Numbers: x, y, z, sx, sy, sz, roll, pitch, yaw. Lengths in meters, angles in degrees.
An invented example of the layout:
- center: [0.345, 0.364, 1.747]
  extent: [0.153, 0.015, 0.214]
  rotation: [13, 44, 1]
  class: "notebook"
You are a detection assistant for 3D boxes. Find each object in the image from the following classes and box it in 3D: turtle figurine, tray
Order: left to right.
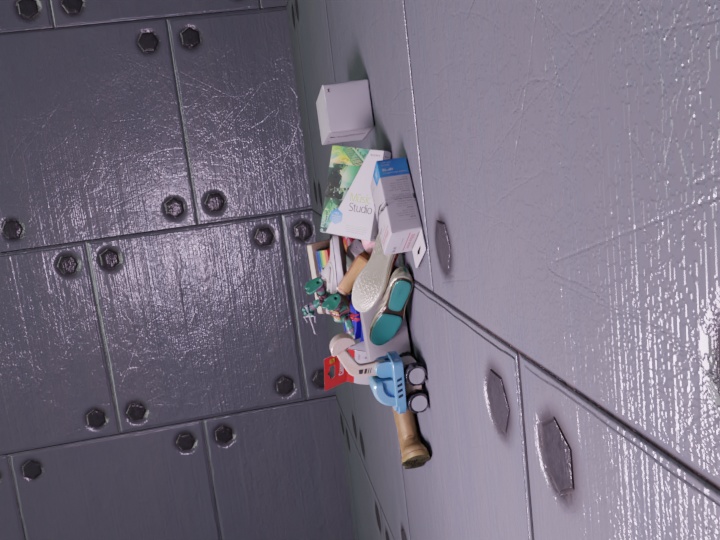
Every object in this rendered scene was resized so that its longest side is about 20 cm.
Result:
- center: [-0.068, 0.097, 1.711]
  extent: [0.102, 0.148, 0.201]
  rotation: [-60, -23, -21]
  class: "turtle figurine"
- center: [0.000, 0.000, 1.773]
  extent: [0.099, 0.037, 0.200]
  rotation: [-57, -5, 11]
  class: "tray"

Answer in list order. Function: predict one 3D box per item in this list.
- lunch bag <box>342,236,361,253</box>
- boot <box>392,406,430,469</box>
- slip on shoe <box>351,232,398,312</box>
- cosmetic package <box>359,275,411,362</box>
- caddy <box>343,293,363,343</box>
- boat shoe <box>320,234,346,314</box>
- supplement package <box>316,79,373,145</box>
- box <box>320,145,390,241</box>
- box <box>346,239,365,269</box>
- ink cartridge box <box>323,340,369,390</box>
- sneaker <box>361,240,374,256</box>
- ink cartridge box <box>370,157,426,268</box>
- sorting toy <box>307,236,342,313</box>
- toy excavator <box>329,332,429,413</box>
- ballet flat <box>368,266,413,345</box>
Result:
- center: [-0.003, -0.148, 1.927]
  extent: [0.177, 0.080, 0.203]
  rotation: [106, 158, -60]
  class: "lunch bag"
- center: [0.108, 0.358, 1.698]
  extent: [0.176, 0.065, 0.203]
  rotation: [102, 159, -67]
  class: "boot"
- center: [0.041, 0.000, 1.595]
  extent: [0.203, 0.073, 0.061]
  rotation: [-68, -22, 2]
  class: "slip on shoe"
- center: [0.054, 0.124, 1.685]
  extent: [0.090, 0.105, 0.204]
  rotation: [107, 152, -79]
  class: "cosmetic package"
- center: [0.031, 0.127, 1.878]
  extent: [0.141, 0.104, 0.202]
  rotation: [46, 149, 35]
  class: "caddy"
- center: [-0.069, 0.011, 1.814]
  extent: [0.072, 0.065, 0.204]
  rotation: [19, -115, -79]
  class: "boat shoe"
- center: [-0.042, -0.397, 1.810]
  extent: [0.200, 0.115, 0.120]
  rotation: [-177, 79, -82]
  class: "supplement package"
- center: [-0.013, -0.176, 1.617]
  extent: [0.036, 0.142, 0.204]
  rotation: [4, -84, -58]
  class: "box"
- center: [-0.013, -0.011, 1.906]
  extent: [0.041, 0.039, 0.201]
  rotation: [38, 156, 17]
  class: "box"
- center: [0.004, 0.244, 1.825]
  extent: [0.050, 0.198, 0.162]
  rotation: [53, 157, 33]
  class: "ink cartridge box"
- center: [0.037, -0.120, 1.670]
  extent: [0.105, 0.074, 0.204]
  rotation: [-113, 20, -78]
  class: "sneaker"
- center: [0.074, -0.112, 1.456]
  extent: [0.116, 0.065, 0.203]
  rotation: [106, 155, -68]
  class: "ink cartridge box"
- center: [-0.050, 0.005, 2.090]
  extent: [0.069, 0.197, 0.204]
  rotation: [-3, 100, 41]
  class: "sorting toy"
- center: [0.039, 0.225, 1.566]
  extent: [0.100, 0.196, 0.198]
  rotation: [-131, 33, -73]
  class: "toy excavator"
- center: [0.071, 0.079, 1.598]
  extent: [0.063, 0.066, 0.202]
  rotation: [-93, 23, -56]
  class: "ballet flat"
